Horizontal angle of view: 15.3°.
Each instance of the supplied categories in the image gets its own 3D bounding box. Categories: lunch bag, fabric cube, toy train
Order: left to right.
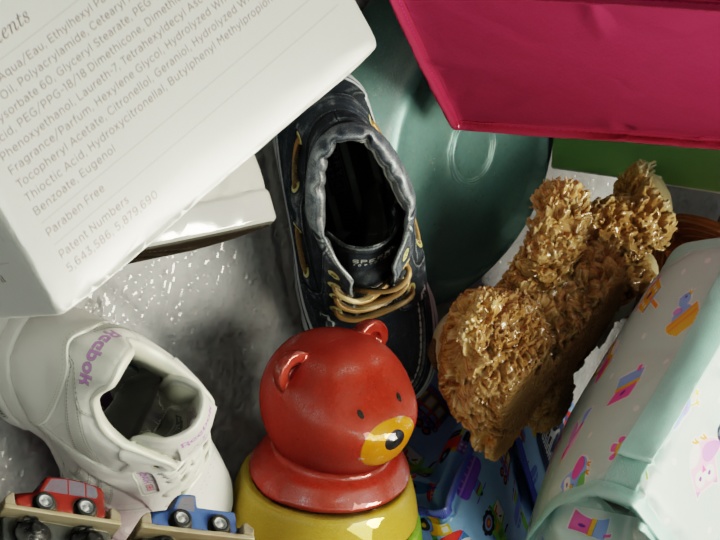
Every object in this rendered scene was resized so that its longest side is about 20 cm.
[{"bbox_3d":[-0.139,0.118,1.234,0.199,0.046,0.034,11,138,-23],"label":"toy train"},{"bbox_3d":[0.071,0.116,1.530,0.200,0.094,0.151,-57,137,-38],"label":"lunch bag"},{"bbox_3d":[0.136,-0.187,1.325,0.196,0.199,0.200,59,38,-69],"label":"fabric cube"},{"bbox_3d":[0.167,0.091,1.399,0.171,0.122,0.200,-57,167,-21],"label":"lunch bag"}]

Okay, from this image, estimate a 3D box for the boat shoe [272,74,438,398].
[{"bbox_3d":[0.000,0.000,1.369,0.071,0.091,0.201,-19,118,-4],"label":"boat shoe"}]

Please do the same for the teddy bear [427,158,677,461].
[{"bbox_3d":[0.101,0.016,1.428,0.200,0.067,0.145,-48,154,-25],"label":"teddy bear"}]

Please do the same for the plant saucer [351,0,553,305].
[{"bbox_3d":[0.050,-0.070,1.465,0.200,0.036,0.201,-21,117,-46],"label":"plant saucer"}]

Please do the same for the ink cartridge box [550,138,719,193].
[{"bbox_3d":[0.174,-0.087,1.518,0.200,0.103,0.060,-30,126,-60],"label":"ink cartridge box"}]

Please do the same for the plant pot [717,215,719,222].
[{"bbox_3d":[0.281,0.015,1.642,0.187,0.186,0.201,-21,123,-45],"label":"plant pot"}]

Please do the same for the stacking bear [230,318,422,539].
[{"bbox_3d":[-0.016,0.123,1.369,0.121,0.114,0.201,-16,123,-34],"label":"stacking bear"}]

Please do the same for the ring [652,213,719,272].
[{"bbox_3d":[0.231,0.050,1.495,0.019,0.200,0.201,-44,134,-16],"label":"ring"}]

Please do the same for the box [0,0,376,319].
[{"bbox_3d":[-0.140,-0.083,1.073,0.200,0.199,0.131,-43,113,-34],"label":"box"}]

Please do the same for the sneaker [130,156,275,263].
[{"bbox_3d":[-0.131,-0.042,1.241,0.200,0.073,0.085,-13,87,-45],"label":"sneaker"}]

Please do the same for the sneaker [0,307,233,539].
[{"bbox_3d":[-0.104,0.086,1.276,0.075,0.099,0.200,-63,144,-19],"label":"sneaker"}]
